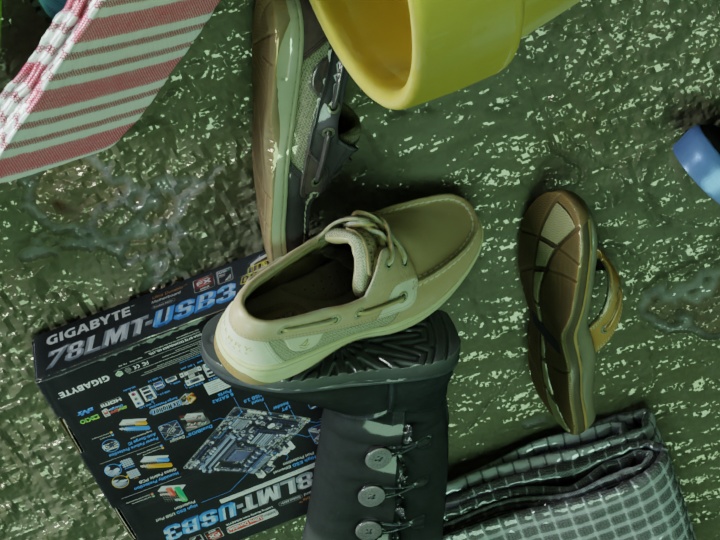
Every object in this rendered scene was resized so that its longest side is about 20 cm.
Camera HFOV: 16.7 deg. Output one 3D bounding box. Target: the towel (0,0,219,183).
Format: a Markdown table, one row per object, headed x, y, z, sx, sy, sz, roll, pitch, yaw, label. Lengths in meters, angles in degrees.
| x | y | z | sx | sy | sz | roll | pitch | yaw | label |
| --- | --- | --- | --- | --- | --- | --- | --- | --- | --- |
| -0.138 | -0.132 | 1.383 | 0.200 | 0.030 | 0.146 | -51 | 165 | 28 | towel |

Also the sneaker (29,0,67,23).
| x | y | z | sx | sy | sz | roll | pitch | yaw | label |
| --- | --- | --- | --- | --- | --- | --- | --- | --- | --- |
| -0.170 | -0.229 | 1.326 | 0.095 | 0.079 | 0.200 | -27 | 139 | -1 | sneaker |

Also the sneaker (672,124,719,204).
| x | y | z | sx | sy | sz | roll | pitch | yaw | label |
| --- | --- | --- | --- | --- | --- | --- | --- | --- | --- |
| 0.288 | -0.062 | 1.559 | 0.199 | 0.070 | 0.078 | 21 | 119 | -34 | sneaker |

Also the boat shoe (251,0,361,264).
| x | y | z | sx | sy | sz | roll | pitch | yaw | label |
| --- | --- | --- | --- | --- | --- | --- | --- | --- | --- |
| -0.031 | -0.083 | 1.469 | 0.064 | 0.072 | 0.201 | -5 | 130 | -9 | boat shoe |

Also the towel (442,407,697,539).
| x | y | z | sx | sy | sz | roll | pitch | yaw | label |
| --- | --- | --- | --- | --- | --- | --- | --- | --- | --- |
| 0.138 | 0.201 | 1.733 | 0.199 | 0.086 | 0.166 | -20 | 130 | 5 | towel |

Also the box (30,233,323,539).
| x | y | z | sx | sy | sz | roll | pitch | yaw | label |
| --- | --- | --- | --- | --- | --- | --- | --- | --- | --- |
| -0.087 | 0.091 | 1.618 | 0.199 | 0.050 | 0.199 | -21 | 131 | 6 | box |

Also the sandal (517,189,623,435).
| x | y | z | sx | sy | sz | roll | pitch | yaw | label |
| --- | --- | --- | --- | --- | --- | --- | --- | --- | --- |
| 0.143 | 0.023 | 1.595 | 0.054 | 0.080 | 0.201 | -21 | 134 | -14 | sandal |

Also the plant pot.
| x | y | z | sx | sy | sz | roll | pitch | yaw | label |
| --- | --- | --- | --- | --- | --- | --- | --- | --- | --- |
| 0.070 | -0.210 | 1.316 | 0.188 | 0.201 | 0.202 | -20 | 133 | -15 | plant pot |

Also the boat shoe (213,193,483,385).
| x | y | z | sx | sy | sz | roll | pitch | yaw | label |
| --- | --- | --- | --- | --- | --- | --- | --- | --- | --- |
| 0.000 | 0.000 | 1.497 | 0.199 | 0.072 | 0.065 | -27 | 156 | -28 | boat shoe |

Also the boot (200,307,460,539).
| x | y | z | sx | sy | sz | roll | pitch | yaw | label |
| --- | --- | --- | --- | --- | --- | --- | --- | --- | --- |
| -0.022 | 0.110 | 1.585 | 0.164 | 0.066 | 0.201 | 2 | 138 | -2 | boot |
